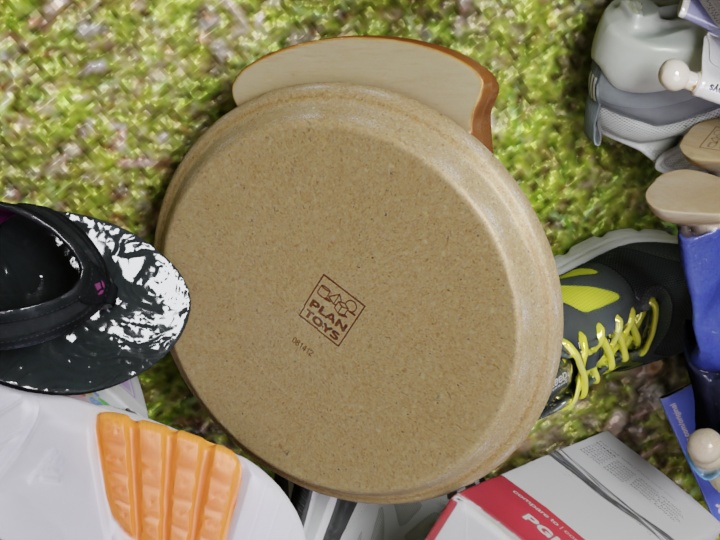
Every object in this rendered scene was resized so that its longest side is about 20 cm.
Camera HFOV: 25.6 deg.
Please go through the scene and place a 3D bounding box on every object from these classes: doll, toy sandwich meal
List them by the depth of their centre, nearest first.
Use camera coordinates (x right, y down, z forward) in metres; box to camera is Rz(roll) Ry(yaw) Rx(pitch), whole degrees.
[{"bbox_3d":[0.000,0.000,0.675,0.205,0.070,0.206,8,111,21],"label":"toy sandwich meal"},{"bbox_3d":[0.176,0.030,0.730,0.137,0.048,0.200,-50,138,-38],"label":"doll"}]

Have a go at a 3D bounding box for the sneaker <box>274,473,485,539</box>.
[{"bbox_3d":[0.007,0.151,0.789,0.115,0.076,0.201,8,111,-18],"label":"sneaker"}]

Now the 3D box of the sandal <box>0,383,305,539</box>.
[{"bbox_3d":[-0.117,0.088,0.671,0.206,0.059,0.079,27,87,-6],"label":"sandal"}]

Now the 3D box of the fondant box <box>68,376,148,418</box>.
[{"bbox_3d":[-0.214,0.077,0.697,0.200,0.058,0.144,-40,120,7],"label":"fondant box"}]

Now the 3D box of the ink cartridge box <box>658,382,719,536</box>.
[{"bbox_3d":[0.254,0.051,0.831,0.200,0.042,0.119,-31,122,-2],"label":"ink cartridge box"}]

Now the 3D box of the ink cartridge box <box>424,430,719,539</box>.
[{"bbox_3d":[0.079,0.168,0.749,0.147,0.083,0.200,-60,158,17],"label":"ink cartridge box"}]

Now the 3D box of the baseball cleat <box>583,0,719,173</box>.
[{"bbox_3d":[0.196,-0.096,0.733,0.199,0.070,0.107,-6,134,-11],"label":"baseball cleat"}]

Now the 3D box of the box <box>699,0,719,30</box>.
[{"bbox_3d":[0.233,-0.154,0.639,0.200,0.060,0.117,-40,98,-9],"label":"box"}]

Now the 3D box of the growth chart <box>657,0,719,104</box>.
[{"bbox_3d":[0.189,-0.153,0.669,0.144,0.018,0.201,11,88,-13],"label":"growth chart"}]

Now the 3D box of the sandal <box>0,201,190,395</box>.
[{"bbox_3d":[-0.155,-0.001,0.610,0.200,0.048,0.076,17,76,-27],"label":"sandal"}]

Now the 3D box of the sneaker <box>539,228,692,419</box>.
[{"bbox_3d":[0.096,0.037,0.751,0.199,0.085,0.075,-10,120,-12],"label":"sneaker"}]
